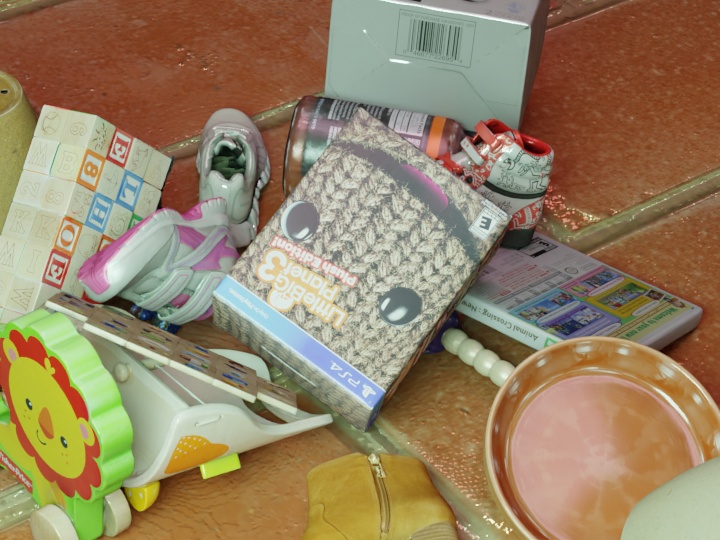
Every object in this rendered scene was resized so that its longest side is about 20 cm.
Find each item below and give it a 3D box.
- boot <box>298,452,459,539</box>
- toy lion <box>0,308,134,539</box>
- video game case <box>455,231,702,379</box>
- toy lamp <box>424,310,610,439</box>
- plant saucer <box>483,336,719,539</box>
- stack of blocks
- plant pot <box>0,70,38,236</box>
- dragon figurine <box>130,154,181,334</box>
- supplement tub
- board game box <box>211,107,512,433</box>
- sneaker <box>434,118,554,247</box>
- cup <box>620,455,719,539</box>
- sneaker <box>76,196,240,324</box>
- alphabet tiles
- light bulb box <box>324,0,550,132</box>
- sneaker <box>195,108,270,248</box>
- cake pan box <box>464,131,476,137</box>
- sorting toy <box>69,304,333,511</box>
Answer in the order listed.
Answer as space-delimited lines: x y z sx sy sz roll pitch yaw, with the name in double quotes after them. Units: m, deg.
-0.025 0.199 1.323 0.200 0.071 0.144 -5 32 -18 "boot"
-0.236 0.105 1.307 0.068 0.193 0.200 -26 46 -35 "toy lion"
0.183 0.028 1.558 0.181 0.022 0.200 26 25 25 "video game case"
0.128 0.094 1.480 0.058 0.058 0.200 -28 46 -36 "toy lamp"
0.193 0.148 1.385 0.199 0.032 0.201 3 62 -6 "plant saucer"
-0.240 -0.022 1.476 0.058 0.115 0.201 13 81 29 "stack of blocks"
-0.331 -0.068 1.517 0.185 0.201 0.187 3 36 -2 "plant pot"
-0.176 -0.015 1.580 0.099 0.059 0.200 16 43 10 "dragon figurine"
0.031 -0.100 1.681 0.199 0.107 0.107 11 37 5 "supplement tub"
0.000 0.000 1.447 0.159 0.097 0.200 35 75 6 "board game box"
0.077 -0.087 1.583 0.200 0.108 0.067 7 27 -20 "sneaker"
0.267 0.214 1.254 0.143 0.201 0.200 -3 28 36 "cup"
-0.151 0.000 1.450 0.089 0.081 0.200 61 30 4 "sneaker"
-0.139 0.061 1.327 0.199 0.006 0.166 24 1 -5 "alphabet tiles"
0.082 -0.240 1.761 0.197 0.125 0.200 11 31 7 "light bulb box"
-0.123 -0.106 1.692 0.075 0.081 0.200 0 36 -4 "sneaker"
0.064 -0.161 1.811 0.199 0.053 0.185 11 35 7 "cake pan box"
-0.124 0.107 1.406 0.179 0.107 0.200 -6 25 -35 "sorting toy"
